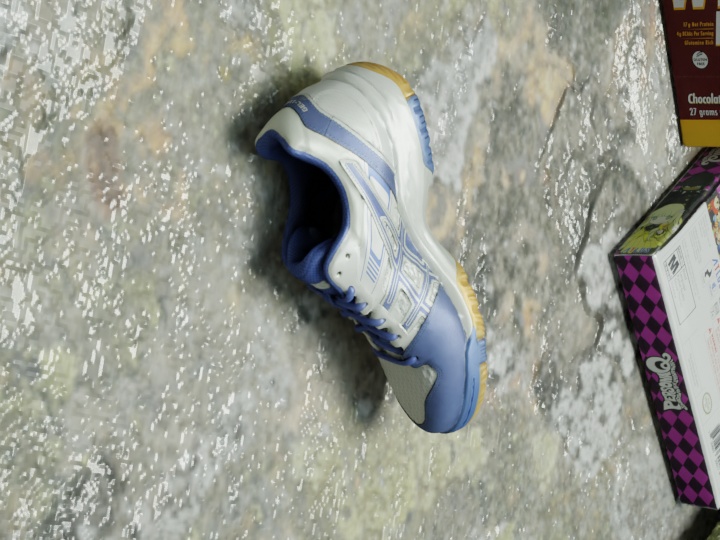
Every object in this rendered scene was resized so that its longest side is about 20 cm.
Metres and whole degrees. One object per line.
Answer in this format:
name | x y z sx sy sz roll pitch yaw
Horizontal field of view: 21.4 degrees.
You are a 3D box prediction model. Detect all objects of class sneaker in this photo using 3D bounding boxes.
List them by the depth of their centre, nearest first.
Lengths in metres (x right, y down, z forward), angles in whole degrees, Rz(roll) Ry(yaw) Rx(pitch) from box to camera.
sneaker | 0.000 0.000 0.966 0.088 0.075 0.201 -29 109 -34

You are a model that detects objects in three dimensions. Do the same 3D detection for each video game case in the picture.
video game case | 0.248 0.028 1.294 0.181 0.036 0.201 -44 125 -40

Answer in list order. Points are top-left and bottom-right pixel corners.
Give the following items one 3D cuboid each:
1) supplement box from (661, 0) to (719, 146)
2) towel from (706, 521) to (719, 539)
supplement box | 0.303 -0.208 1.269 0.197 0.132 0.202 -32 117 -45
towel | 0.291 0.225 1.342 0.149 0.036 0.201 -49 135 -32
